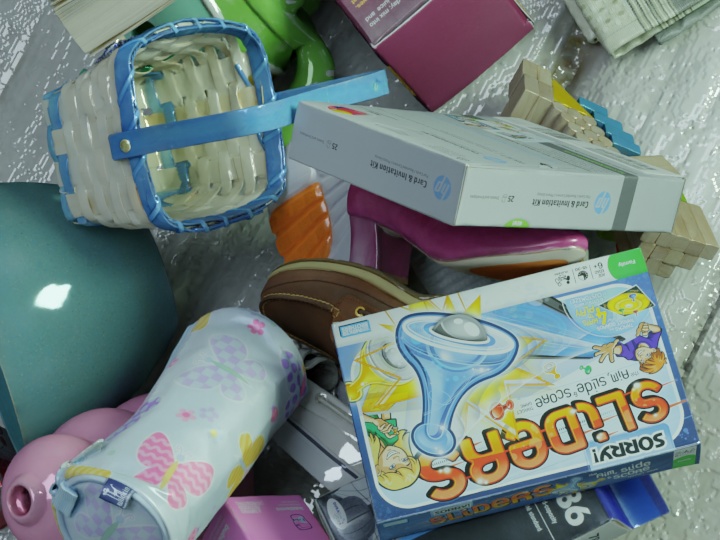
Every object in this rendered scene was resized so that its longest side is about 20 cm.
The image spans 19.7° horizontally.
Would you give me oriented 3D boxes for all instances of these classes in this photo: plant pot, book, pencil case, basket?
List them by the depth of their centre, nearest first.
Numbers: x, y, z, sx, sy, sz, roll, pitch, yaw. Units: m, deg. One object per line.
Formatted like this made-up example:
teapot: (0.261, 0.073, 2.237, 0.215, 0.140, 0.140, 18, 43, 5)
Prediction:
pencil case: (-0.111, 0.106, 1.293, 0.090, 0.084, 0.200, 22, 40, 16)
basket: (-0.100, -0.097, 1.367, 0.198, 0.176, 0.141, -4, 98, 30)
book: (-0.129, -0.239, 1.392, 0.133, 0.048, 0.201, -26, 30, 19)
plant pot: (-0.206, 0.020, 1.454, 0.134, 0.201, 0.201, -21, 64, -14)

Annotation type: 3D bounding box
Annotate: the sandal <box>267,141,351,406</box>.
sandal: (-0.007, 0.003, 1.448, 0.079, 0.059, 0.209, -17, 86, 32)

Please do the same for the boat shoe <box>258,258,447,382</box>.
boat shoe: (0.010, 0.046, 1.344, 0.199, 0.072, 0.068, 16, 57, 31)

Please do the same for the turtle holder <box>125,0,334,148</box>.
turtle holder: (-0.098, -0.181, 1.507, 0.131, 0.186, 0.141, -39, 25, 9)

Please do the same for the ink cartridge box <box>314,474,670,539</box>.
ink cartridge box: (0.081, 0.143, 1.263, 0.199, 0.039, 0.100, -25, 62, -7)

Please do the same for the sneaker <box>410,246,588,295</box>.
sneaker: (0.099, -0.001, 1.399, 0.200, 0.079, 0.079, 50, 138, 39)

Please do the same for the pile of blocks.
pile of blocks: (0.161, -0.058, 1.407, 0.200, 0.082, 0.062, 53, 128, 33)

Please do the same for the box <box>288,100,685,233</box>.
box: (0.080, -0.064, 1.285, 0.155, 0.199, 0.042, 24, 106, 44)

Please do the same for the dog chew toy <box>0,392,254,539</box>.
dog chew toy: (-0.159, 0.144, 1.369, 0.124, 0.199, 0.126, -1, 88, 32)

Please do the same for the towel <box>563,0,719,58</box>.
towel: (0.214, -0.264, 1.468, 0.192, 0.035, 0.201, -30, 63, 6)

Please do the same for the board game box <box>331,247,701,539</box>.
board game box: (0.092, 0.074, 1.255, 0.198, 0.035, 0.136, -14, 63, 0)

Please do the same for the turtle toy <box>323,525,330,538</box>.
turtle toy: (0.048, 0.199, 1.334, 0.200, 0.101, 0.146, -42, 64, 3)

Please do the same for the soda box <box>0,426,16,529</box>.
soda box: (-0.335, 0.186, 1.499, 0.199, 0.070, 0.064, -32, 67, 8)

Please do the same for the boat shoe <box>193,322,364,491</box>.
boat shoe: (-0.045, 0.082, 1.411, 0.066, 0.072, 0.200, -50, 48, 1)

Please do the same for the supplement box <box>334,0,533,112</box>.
supplement box: (0.015, -0.232, 1.472, 0.103, 0.131, 0.201, -39, 63, 5)

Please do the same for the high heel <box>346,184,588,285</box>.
high heel: (0.068, -0.042, 1.334, 0.199, 0.067, 0.097, -5, 74, 50)

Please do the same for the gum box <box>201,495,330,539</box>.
gum box: (-0.076, 0.257, 1.327, 0.114, 0.066, 0.201, 51, 125, 39)
